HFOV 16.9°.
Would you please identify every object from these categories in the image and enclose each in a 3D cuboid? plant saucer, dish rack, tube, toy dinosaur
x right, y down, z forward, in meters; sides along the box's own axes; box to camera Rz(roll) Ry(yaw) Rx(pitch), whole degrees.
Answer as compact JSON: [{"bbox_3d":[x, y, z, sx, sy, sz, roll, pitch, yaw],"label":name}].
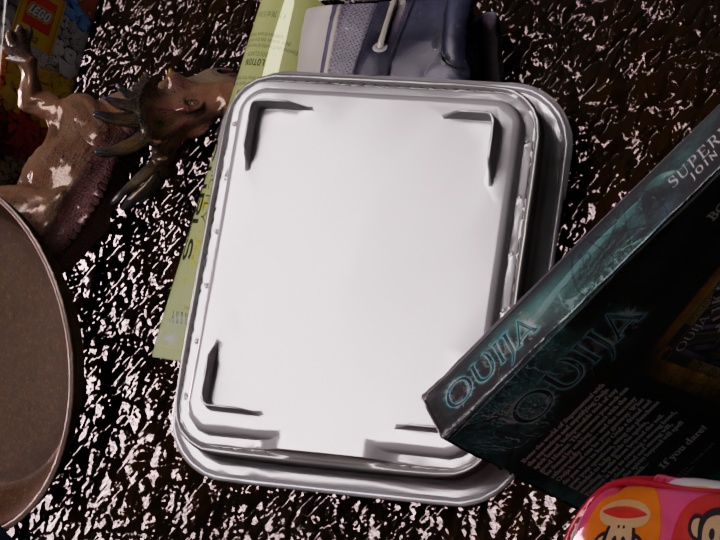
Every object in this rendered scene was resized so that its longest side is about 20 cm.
[{"bbox_3d":[-0.212,0.045,1.328,0.200,0.037,0.201,6,99,40],"label":"plant saucer"},{"bbox_3d":[0.000,0.000,1.098,0.171,0.044,0.200,5,76,17],"label":"dish rack"},{"bbox_3d":[-0.055,-0.046,1.254,0.058,0.052,0.200,103,-176,-83],"label":"tube"},{"bbox_3d":[-0.156,-0.046,1.340,0.136,0.086,0.200,36,101,44],"label":"toy dinosaur"}]

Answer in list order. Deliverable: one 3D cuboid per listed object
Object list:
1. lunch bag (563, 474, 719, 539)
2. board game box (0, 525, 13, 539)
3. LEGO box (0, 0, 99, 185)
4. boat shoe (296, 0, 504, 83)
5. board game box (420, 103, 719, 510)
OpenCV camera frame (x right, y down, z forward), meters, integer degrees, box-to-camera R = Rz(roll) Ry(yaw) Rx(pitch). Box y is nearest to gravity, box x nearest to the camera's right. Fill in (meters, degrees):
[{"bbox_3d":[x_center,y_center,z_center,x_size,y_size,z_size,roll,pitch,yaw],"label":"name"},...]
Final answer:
[{"bbox_3d":[0.148,0.169,0.878,0.200,0.082,0.176,1,72,49],"label":"lunch bag"},{"bbox_3d":[-0.255,0.214,1.229,0.135,0.035,0.200,-35,12,20],"label":"board game box"},{"bbox_3d":[-0.266,-0.110,1.498,0.200,0.077,0.149,-6,63,46],"label":"LEGO box"},{"bbox_3d":[0.016,-0.045,1.159,0.093,0.075,0.200,-4,75,28],"label":"boat shoe"},{"bbox_3d":[0.137,0.014,0.935,0.200,0.135,0.028,-45,41,18],"label":"board game box"}]
